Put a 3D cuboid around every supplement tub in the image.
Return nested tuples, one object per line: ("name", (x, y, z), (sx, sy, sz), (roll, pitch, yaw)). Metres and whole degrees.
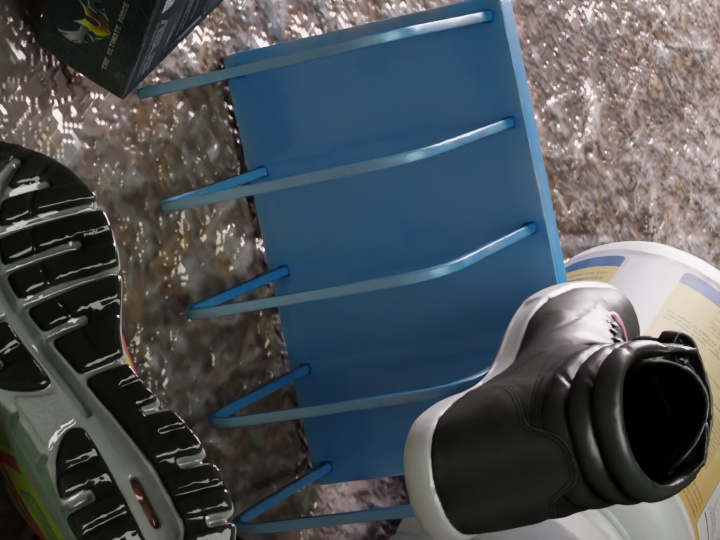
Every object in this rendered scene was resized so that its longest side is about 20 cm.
("supplement tub", (0.113, 0.095, 1.080), (0.200, 0.144, 0.146), (-49, 122, -44))

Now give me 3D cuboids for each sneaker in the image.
("sneaker", (-0.119, 0.046, 0.839), (0.078, 0.090, 0.201), (-19, 73, -22))
("sneaker", (0.100, 0.049, 0.863), (0.200, 0.098, 0.071), (-35, 111, -59))

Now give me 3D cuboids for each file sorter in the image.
("file sorter", (0.000, 0.000, 0.936), (0.123, 0.138, 0.202), (-25, 104, -63))

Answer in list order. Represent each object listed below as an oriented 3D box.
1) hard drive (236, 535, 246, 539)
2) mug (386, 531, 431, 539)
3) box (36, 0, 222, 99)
("hard drive", (-0.084, 0.194, 0.886), (0.135, 0.042, 0.202), (33, 59, -45))
("mug", (0.062, 0.209, 0.925), (0.147, 0.198, 0.177), (24, 75, -57))
("box", (-0.050, -0.186, 0.887), (0.051, 0.201, 0.158), (34, 46, 6))
